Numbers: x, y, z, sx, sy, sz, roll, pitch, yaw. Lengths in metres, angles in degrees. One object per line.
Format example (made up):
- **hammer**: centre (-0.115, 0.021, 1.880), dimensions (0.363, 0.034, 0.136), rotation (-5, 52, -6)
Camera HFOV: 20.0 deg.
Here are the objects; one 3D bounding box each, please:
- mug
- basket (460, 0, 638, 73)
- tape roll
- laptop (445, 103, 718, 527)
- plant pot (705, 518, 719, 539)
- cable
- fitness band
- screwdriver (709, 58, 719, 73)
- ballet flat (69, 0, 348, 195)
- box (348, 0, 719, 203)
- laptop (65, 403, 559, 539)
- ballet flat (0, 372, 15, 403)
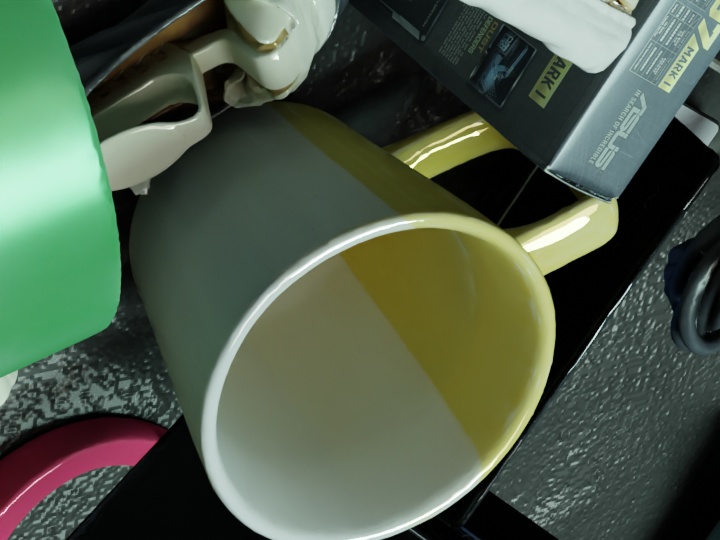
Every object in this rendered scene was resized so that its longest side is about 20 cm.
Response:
- **mug**: centre (-0.007, 0.007, 0.833), dimensions (0.185, 0.153, 0.150), rotation (0, 119, -30)
- **basket**: centre (0.004, -0.197, 0.665), dimensions (0.199, 0.198, 0.162), rotation (19, 105, -44)
- **tape roll**: centre (-0.141, -0.064, 0.647), dimensions (0.048, 0.200, 0.202), rotation (-23, 134, -21)
- **laptop**: centre (0.108, 0.016, 0.933), dimensions (0.188, 0.116, 0.199), rotation (-55, 148, 12)
- **plant pot**: centre (0.259, 0.224, 1.207), dimensions (0.199, 0.201, 0.197), rotation (17, 119, -44)
- **cable**: centre (0.201, -0.023, 0.866), dimensions (0.162, 0.051, 0.200), rotation (-31, 173, 18)
- **fitness band**: centre (-0.116, 0.148, 0.958), dimensions (0.143, 0.037, 0.200), rotation (-39, 137, -2)
- **screwdriver**: centre (0.121, -0.117, 0.936), dimensions (0.199, 0.028, 0.029), rotation (29, 73, -43)
- **ballet flat**: centre (-0.063, -0.079, 0.795), dimensions (0.199, 0.073, 0.073), rotation (-33, 137, -13)
- **box**: centre (0.095, -0.151, 0.797), dimensions (0.051, 0.158, 0.201), rotation (20, 108, -44)
- **laptop**: centre (-0.008, 0.142, 0.871), dimensions (0.116, 0.187, 0.200), rotation (-59, 159, 9)
- **ballet flat**: centre (-0.164, 0.052, 0.723), dimensions (0.072, 0.201, 0.074), rotation (7, 127, 9)
